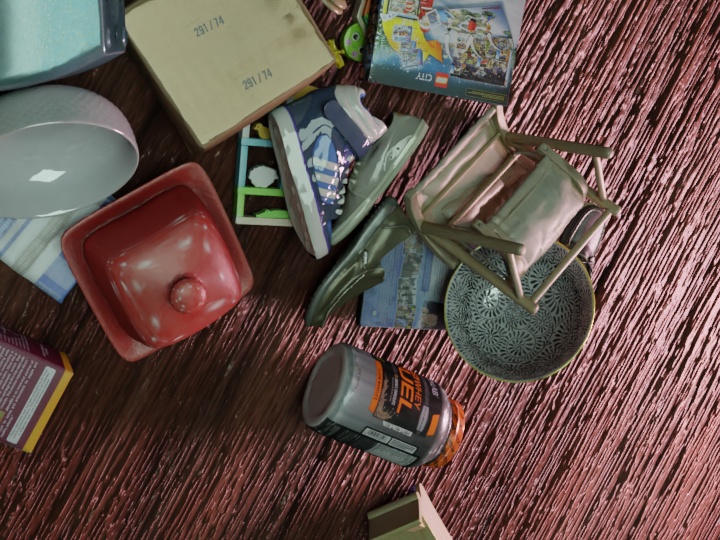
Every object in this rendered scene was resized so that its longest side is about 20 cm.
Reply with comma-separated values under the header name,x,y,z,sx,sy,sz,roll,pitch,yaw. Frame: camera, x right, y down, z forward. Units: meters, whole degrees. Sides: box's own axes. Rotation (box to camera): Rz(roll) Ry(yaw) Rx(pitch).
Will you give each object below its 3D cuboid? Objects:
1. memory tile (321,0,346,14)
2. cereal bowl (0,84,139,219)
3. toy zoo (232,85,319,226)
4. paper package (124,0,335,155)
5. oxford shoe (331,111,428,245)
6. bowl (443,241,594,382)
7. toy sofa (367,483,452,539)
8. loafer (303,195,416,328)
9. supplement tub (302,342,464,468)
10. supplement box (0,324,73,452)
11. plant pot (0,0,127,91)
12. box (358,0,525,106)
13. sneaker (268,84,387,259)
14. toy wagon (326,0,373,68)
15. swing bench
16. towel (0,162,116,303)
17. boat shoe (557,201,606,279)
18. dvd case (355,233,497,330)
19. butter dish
name,x,y,z,sx,sy,sz,roll,pitch,yaw
memory tile,-0.090,-0.391,1.339,0.017,0.154,0.200,-40,117,21
cereal bowl,-0.348,-0.140,1.261,0.198,0.201,0.084,-11,66,-19
toy zoo,-0.092,-0.157,1.454,0.130,0.020,0.203,2,101,-21
paper package,-0.163,-0.265,1.348,0.199,0.103,0.192,-36,104,-11
oxford shoe,0.011,-0.121,1.479,0.057,0.075,0.201,35,89,-5
bowl,0.217,0.060,1.543,0.198,0.094,0.203,-4,73,13
toy sofa,0.089,0.409,1.624,0.082,0.098,0.201,-25,111,12
loafer,0.000,0.000,1.482,0.069,0.075,0.201,37,94,-7
supplement tub,0.033,0.185,1.521,0.198,0.122,0.124,25,92,-25
supplement box,-0.451,0.115,1.337,0.199,0.086,0.111,29,91,-24
plant pot,-0.352,-0.283,1.199,0.197,0.196,0.198,0,102,0
box,0.104,-0.291,1.449,0.198,0.038,0.138,7,99,-22
sneaker,-0.023,-0.128,1.419,0.145,0.080,0.202,-20,110,-17
toy wagon,0.050,-0.317,1.464,0.199,0.040,0.156,-31,110,-13
swing bench,0.196,-0.088,1.482,0.199,0.199,0.130,-46,142,-20
towel,-0.387,-0.075,1.356,0.200,0.024,0.147,42,86,-24
boat shoe,0.299,0.002,1.616,0.073,0.065,0.202,23,93,-24
dvd case,0.095,0.009,1.564,0.198,0.018,0.145,4,99,-21
butter dish,-0.222,0.008,1.360,0.199,0.148,0.201,-30,119,-14
